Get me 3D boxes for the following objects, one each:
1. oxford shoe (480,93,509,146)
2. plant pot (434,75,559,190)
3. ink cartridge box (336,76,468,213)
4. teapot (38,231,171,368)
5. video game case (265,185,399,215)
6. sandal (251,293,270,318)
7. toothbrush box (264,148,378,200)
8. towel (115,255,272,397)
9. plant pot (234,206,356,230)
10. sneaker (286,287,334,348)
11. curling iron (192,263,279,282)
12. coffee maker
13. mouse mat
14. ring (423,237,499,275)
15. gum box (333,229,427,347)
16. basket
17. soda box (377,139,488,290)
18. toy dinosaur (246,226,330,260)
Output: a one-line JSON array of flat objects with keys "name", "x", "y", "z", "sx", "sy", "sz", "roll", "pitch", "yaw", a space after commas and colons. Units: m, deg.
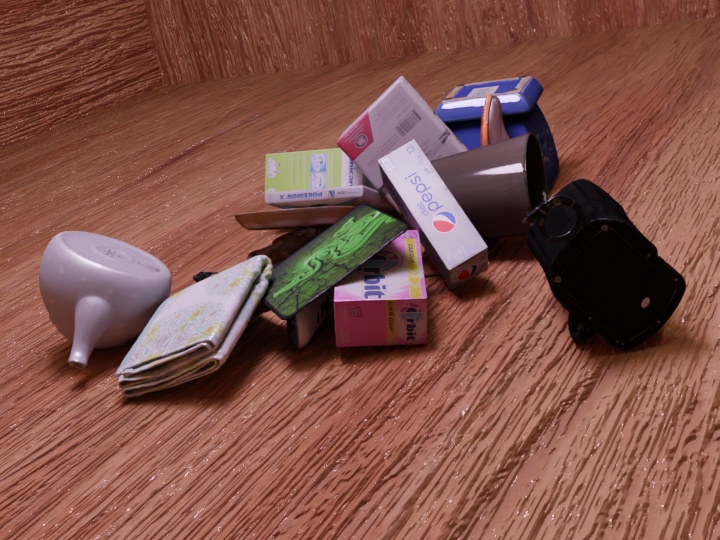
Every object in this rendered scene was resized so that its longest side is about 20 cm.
[{"name": "oxford shoe", "x": 0.230, "y": -0.182, "z": 1.571, "sx": 0.071, "sy": 0.205, "sz": 0.071, "roll": -5, "pitch": 0, "yaw": 7}, {"name": "plant pot", "x": 0.228, "y": -0.226, "z": 1.701, "sx": 0.196, "sy": 0.183, "sz": 0.200, "roll": -3, "pitch": 21, "yaw": 20}, {"name": "ink cartridge box", "x": 0.081, "y": -0.188, "z": 1.589, "sx": 0.145, "sy": 0.200, "sz": 0.085, "roll": -41, "pitch": 9, "yaw": 16}, {"name": "teapot", "x": -0.367, "y": 0.042, "z": 1.381, "sx": 0.196, "sy": 0.148, "sz": 0.199, "roll": 28, "pitch": 13, "yaw": 30}, {"name": "video game case", "x": -0.035, "y": -0.111, "z": 1.650, "sx": 0.179, "sy": 0.023, "sz": 0.199, "roll": -2, "pitch": -6, "yaw": 25}, {"name": "sandal", "x": -0.172, "y": 0.039, "z": 1.354, "sx": 0.081, "sy": 0.055, "sz": 0.199, "roll": -27, "pitch": 8, "yaw": -33}, {"name": "toothbrush box", "x": -0.051, "y": -0.159, "z": 1.741, "sx": 0.196, "sy": 0.088, "sz": 0.145, "roll": -3, "pitch": -6, "yaw": 25}, {"name": "towel", "x": -0.206, "y": 0.071, "z": 1.245, "sx": 0.169, "sy": 0.049, "sz": 0.201, "roll": -21, "pitch": 26, "yaw": 28}, {"name": "plant pot", "x": -0.102, "y": -0.082, "z": 1.567, "sx": 0.196, "sy": 0.028, "sz": 0.200, "roll": -4, "pitch": 2, "yaw": 0}, {"name": "sneaker", "x": -0.061, "y": 0.039, "z": 1.311, "sx": 0.071, "sy": 0.073, "sz": 0.201, "roll": 3, "pitch": 25, "yaw": 4}, {"name": "curling iron", "x": -0.172, "y": 0.008, "z": 1.518, "sx": 0.196, "sy": 0.026, "sz": 0.050, "roll": -6, "pitch": 13, "yaw": 19}, {"name": "coffee maker", "x": 0.264, "y": -0.033, "z": 1.132, "sx": 0.133, "sy": 0.194, "sz": 0.200, "roll": -26, "pitch": 16, "yaw": 8}, {"name": "mouse mat", "x": -0.043, "y": -0.016, "z": 1.260, "sx": 0.199, "sy": 0.008, "sz": 0.161, "roll": -36, "pitch": 25, "yaw": -11}, {"name": "ring", "x": 0.112, "y": -0.037, "z": 1.490, "sx": 0.196, "sy": 0.020, "sz": 0.201, "roll": -11, "pitch": 19, "yaw": 4}, {"name": "gum box", "x": 0.024, "y": 0.016, "z": 1.259, "sx": 0.111, "sy": 0.067, "sz": 0.201, "roll": -2, "pitch": 28, "yaw": 1}, {"name": "basket", "x": 0.165, "y": -0.113, "z": 1.449, "sx": 0.196, "sy": 0.138, "sz": 0.181, "roll": -8, "pitch": 29, "yaw": 21}, {"name": "soda box", "x": 0.099, "y": -0.077, "z": 1.349, "sx": 0.063, "sy": 0.069, "sz": 0.202, "roll": -29, "pitch": 65, "yaw": -5}, {"name": "toy dinosaur", "x": -0.096, "y": -0.051, "z": 1.592, "sx": 0.197, "sy": 0.059, "sz": 0.101, "roll": -22, "pitch": 21, "yaw": -26}]
